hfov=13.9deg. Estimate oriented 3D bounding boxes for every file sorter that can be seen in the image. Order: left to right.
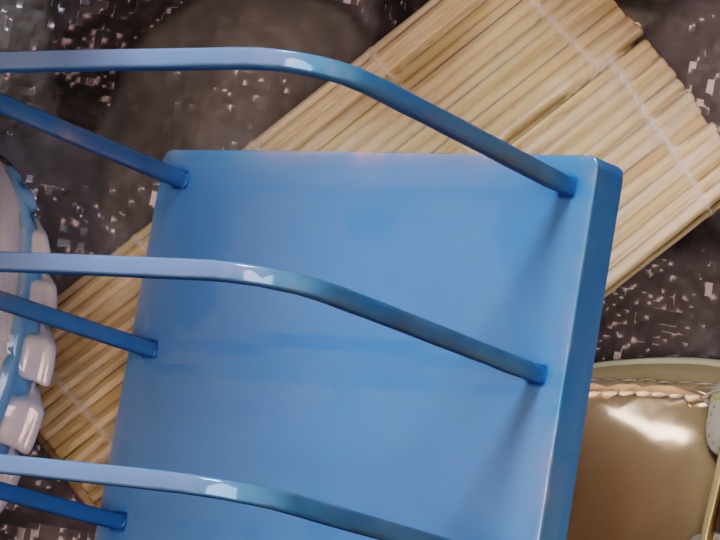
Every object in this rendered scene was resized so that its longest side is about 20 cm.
[{"bbox_3d":[-0.041,0.057,0.695,0.138,0.122,0.201,2,78,37],"label":"file sorter"}]

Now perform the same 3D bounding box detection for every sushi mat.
[{"bbox_3d":[0.000,0.000,0.798,0.200,0.012,0.096,-38,73,0],"label":"sushi mat"}]

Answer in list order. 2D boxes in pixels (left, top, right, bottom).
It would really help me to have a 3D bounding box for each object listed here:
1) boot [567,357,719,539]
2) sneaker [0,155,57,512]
[{"bbox_3d":[0.119,0.062,0.733,0.199,0.155,0.073,10,88,1],"label":"boot"},{"bbox_3d":[-0.143,0.058,0.767,0.086,0.075,0.201,19,88,-29],"label":"sneaker"}]
